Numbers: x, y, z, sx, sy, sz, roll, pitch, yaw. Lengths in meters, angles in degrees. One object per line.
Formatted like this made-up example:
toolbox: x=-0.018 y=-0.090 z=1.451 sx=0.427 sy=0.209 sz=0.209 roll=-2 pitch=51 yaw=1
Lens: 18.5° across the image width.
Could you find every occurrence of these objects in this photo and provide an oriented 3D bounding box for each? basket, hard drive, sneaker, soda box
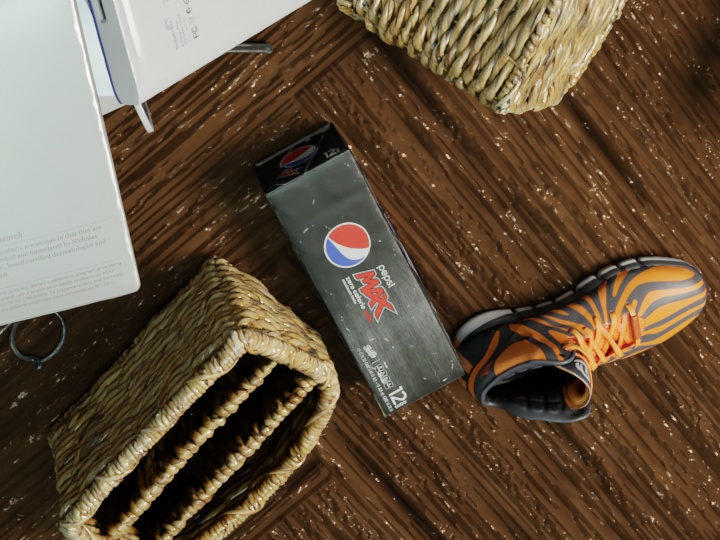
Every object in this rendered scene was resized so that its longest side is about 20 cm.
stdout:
basket: x=0.106 y=-0.226 z=1.484 sx=0.149 sy=0.143 sz=0.201 roll=34 pitch=113 yaw=19
basket: x=-0.106 y=0.121 z=1.546 sx=0.143 sy=0.149 sz=0.200 roll=40 pitch=98 yaw=-23
hard drive: x=-0.100 y=-0.207 z=1.420 sx=0.200 sy=0.025 sz=0.133 roll=-37 pitch=123 yaw=-42
sneaker: x=0.171 y=0.060 z=1.607 sx=0.199 sy=0.112 sz=0.078 roll=-21 pitch=115 yaw=-3
soda box: x=0.000 y=0.000 z=1.574 sx=0.070 sy=0.063 sz=0.201 roll=-28 pitch=115 yaw=0

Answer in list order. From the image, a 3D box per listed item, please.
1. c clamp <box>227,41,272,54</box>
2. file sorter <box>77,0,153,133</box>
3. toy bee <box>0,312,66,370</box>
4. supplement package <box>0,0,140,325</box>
c clamp: x=-0.118 y=-0.232 z=1.443 sx=0.170 sy=0.027 sz=0.201 roll=-18 pitch=115 yaw=-51
file sorter: x=-0.248 y=-0.121 z=1.440 sx=0.199 sy=0.125 sz=0.139 roll=-25 pitch=115 yaw=-2
toy bee: x=-0.309 y=0.067 z=1.513 sx=0.199 sy=0.109 sz=0.131 roll=-29 pitch=113 yaw=1
supplement package: x=-0.213 y=-0.085 z=1.329 sx=0.117 sy=0.117 sz=0.201 roll=-14 pitch=116 yaw=-7
